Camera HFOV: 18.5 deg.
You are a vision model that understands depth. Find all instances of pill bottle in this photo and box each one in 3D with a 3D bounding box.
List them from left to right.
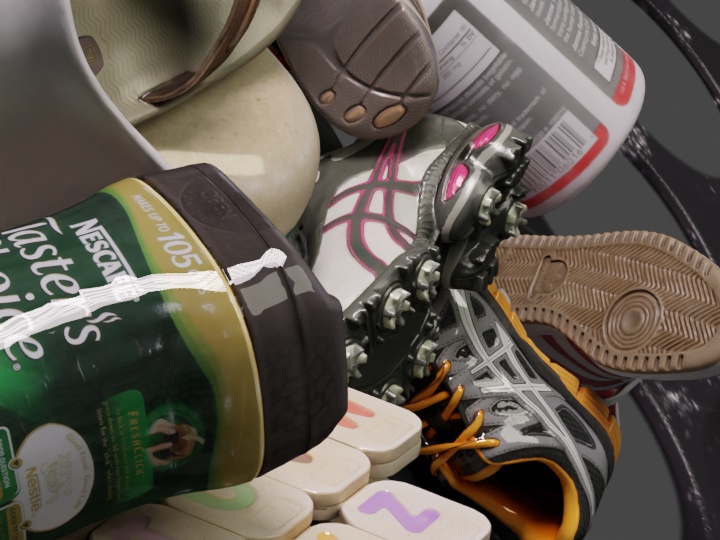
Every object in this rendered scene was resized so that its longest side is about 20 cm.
[{"bbox_3d":[0.052,-0.131,1.217,0.200,0.114,0.114,40,29,-21],"label":"pill bottle"}]

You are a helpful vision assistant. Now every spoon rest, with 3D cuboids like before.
[{"bbox_3d":[-0.099,-0.045,0.741,0.061,0.099,0.201,-72,158,-64],"label":"spoon rest"}]

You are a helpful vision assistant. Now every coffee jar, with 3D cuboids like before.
[{"bbox_3d":[-0.107,0.036,0.673,0.199,0.086,0.104,-19,38,-23],"label":"coffee jar"}]

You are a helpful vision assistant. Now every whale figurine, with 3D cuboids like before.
[{"bbox_3d":[-0.113,-0.034,0.884,0.199,0.104,0.159,-22,63,-38],"label":"whale figurine"}]

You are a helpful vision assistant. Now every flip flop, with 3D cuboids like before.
[{"bbox_3d":[-0.073,-0.103,0.829,0.200,0.057,0.081,-40,105,-41],"label":"flip flop"}]

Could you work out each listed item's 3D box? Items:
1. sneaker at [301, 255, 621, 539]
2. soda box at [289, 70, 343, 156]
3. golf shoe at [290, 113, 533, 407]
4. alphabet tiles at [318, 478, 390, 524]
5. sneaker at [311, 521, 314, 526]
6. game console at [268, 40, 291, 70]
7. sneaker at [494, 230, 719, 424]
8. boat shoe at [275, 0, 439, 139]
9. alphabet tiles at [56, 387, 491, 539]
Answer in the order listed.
[{"bbox_3d":[0.046,0.057,1.019,0.200,0.078,0.078,37,40,-21],"label":"sneaker"},{"bbox_3d":[-0.088,-0.115,1.034,0.071,0.063,0.201,0,56,-56],"label":"soda box"},{"bbox_3d":[0.000,0.000,0.938,0.088,0.078,0.200,19,40,18],"label":"golf shoe"},{"bbox_3d":[0.009,0.103,0.892,0.200,0.006,0.167,42,6,-33],"label":"alphabet tiles"},{"bbox_3d":[-0.048,0.103,0.810,0.071,0.075,0.200,49,27,-2],"label":"sneaker"},{"bbox_3d":[-0.097,-0.186,0.972,0.200,0.031,0.178,35,35,-44],"label":"game console"},{"bbox_3d":[0.136,0.035,1.091,0.112,0.199,0.072,37,73,-36],"label":"sneaker"},{"bbox_3d":[-0.029,-0.149,0.960,0.201,0.074,0.073,64,11,-4],"label":"boat shoe"},{"bbox_3d":[-0.063,0.073,0.750,0.195,0.015,0.200,19,26,24],"label":"alphabet tiles"}]
